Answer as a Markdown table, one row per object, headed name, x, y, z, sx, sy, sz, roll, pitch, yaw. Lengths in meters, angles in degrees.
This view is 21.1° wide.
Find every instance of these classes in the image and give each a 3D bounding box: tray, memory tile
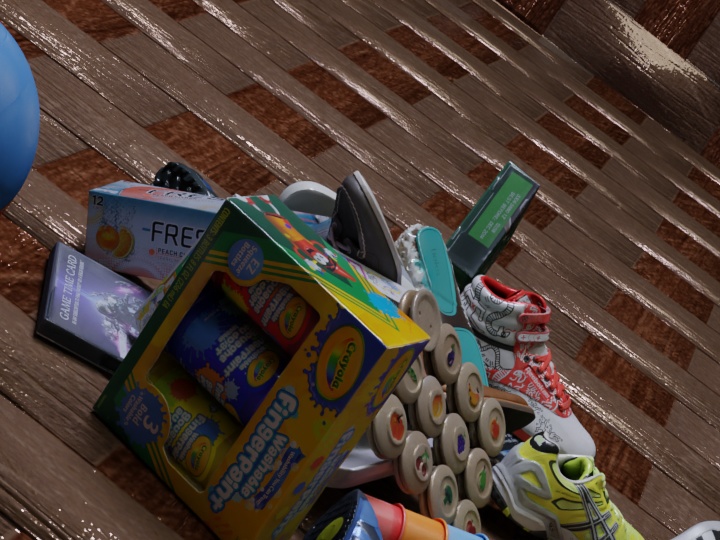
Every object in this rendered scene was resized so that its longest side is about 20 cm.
| name | x | y | z | sx | sy | sz | roll | pitch | yaw |
| --- | --- | --- | --- | --- | --- | --- | --- | --- | --- |
| tray | -0.005 | 0.150 | 1.548 | 0.107 | 0.022 | 0.200 | 3 | 4 | 28 |
| memory tile | 0.065 | 0.125 | 1.548 | 0.200 | 0.017 | 0.154 | 56 | 40 | -41 |

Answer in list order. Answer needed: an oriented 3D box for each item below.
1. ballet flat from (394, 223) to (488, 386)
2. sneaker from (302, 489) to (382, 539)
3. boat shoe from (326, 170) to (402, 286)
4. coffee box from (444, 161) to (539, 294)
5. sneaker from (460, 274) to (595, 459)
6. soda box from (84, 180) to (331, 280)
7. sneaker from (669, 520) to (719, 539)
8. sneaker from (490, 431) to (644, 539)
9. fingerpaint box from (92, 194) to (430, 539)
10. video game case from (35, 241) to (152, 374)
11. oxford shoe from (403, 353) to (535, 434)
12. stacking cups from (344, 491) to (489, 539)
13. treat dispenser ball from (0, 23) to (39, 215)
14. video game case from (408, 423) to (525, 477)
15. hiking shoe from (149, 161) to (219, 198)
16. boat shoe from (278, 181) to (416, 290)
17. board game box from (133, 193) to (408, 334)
| name | x | y | z | sx | sy | sz | roll | pitch | yaw |
| --- | --- | --- | --- | --- | --- | --- | --- | --- | --- |
| ballet flat | 0.068 | 0.056 | 1.790 | 0.072 | 0.072 | 0.201 | 12 | 59 | -49 |
| sneaker | -0.003 | 0.230 | 1.366 | 0.078 | 0.066 | 0.200 | 42 | 17 | -15 |
| boat shoe | 0.000 | 0.000 | 1.601 | 0.067 | 0.057 | 0.201 | 59 | -9 | 37 |
| coffee box | 0.115 | -0.023 | 1.931 | 0.044 | 0.123 | 0.200 | 36 | -17 | 5 |
| sneaker | 0.162 | 0.092 | 1.823 | 0.201 | 0.108 | 0.067 | 38 | 18 | 6 |
| soda box | -0.129 | -0.024 | 1.610 | 0.199 | 0.069 | 0.064 | 11 | 13 | 17 |
| sneaker | 0.303 | 0.294 | 1.723 | 0.199 | 0.073 | 0.112 | -6 | 47 | -51 |
| sneaker | 0.197 | 0.210 | 1.705 | 0.200 | 0.076 | 0.076 | 32 | 15 | -38 |
| fingerpaint box | -0.074 | 0.075 | 1.388 | 0.167 | 0.200 | 0.073 | 43 | 21 | 19 |
| video game case | -0.165 | 0.059 | 1.553 | 0.199 | 0.019 | 0.143 | 29 | 20 | -17 |
| oxford shoe | 0.072 | 0.101 | 1.681 | 0.199 | 0.071 | 0.072 | 15 | 51 | -35 |
| stacking cups | 0.071 | 0.227 | 1.504 | 0.199 | 0.061 | 0.061 | 23 | 22 | -24 |
| treat dispenser ball | -0.331 | -0.109 | 1.389 | 0.200 | 0.201 | 0.201 | 31 | 19 | -12 |
| video game case | 0.089 | 0.132 | 1.806 | 0.182 | 0.023 | 0.200 | 43 | 20 | 23 |
| hiking shoe | -0.122 | -0.011 | 1.732 | 0.200 | 0.074 | 0.087 | 55 | 18 | 23 |
| boat shoe | -0.016 | -0.020 | 1.704 | 0.201 | 0.070 | 0.072 | 47 | 13 | -40 |
| board game box | -0.061 | 0.037 | 1.540 | 0.199 | 0.135 | 0.034 | 29 | 22 | -33 |
